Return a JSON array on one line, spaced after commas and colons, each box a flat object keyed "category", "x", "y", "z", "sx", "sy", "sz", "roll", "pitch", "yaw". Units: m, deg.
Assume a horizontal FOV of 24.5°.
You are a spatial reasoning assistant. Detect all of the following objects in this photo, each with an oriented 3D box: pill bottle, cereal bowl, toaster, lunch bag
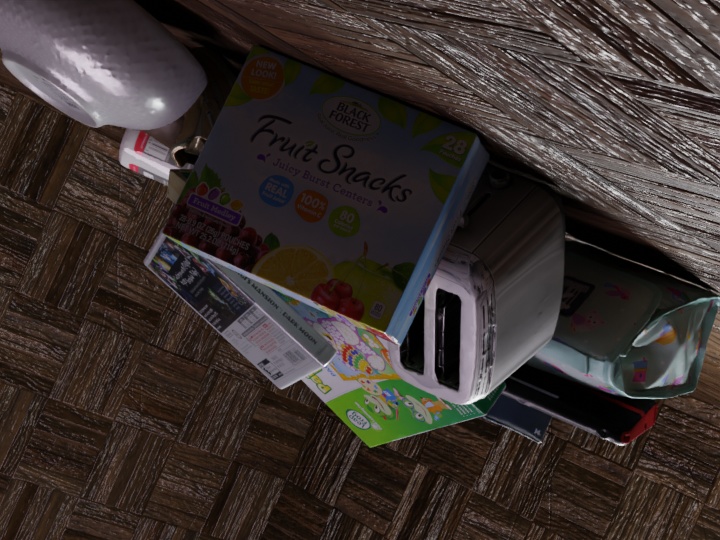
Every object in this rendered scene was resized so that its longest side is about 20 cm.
[{"category": "pill bottle", "x": -0.161, "y": -0.129, "z": 1.863, "sx": 0.200, "sy": 0.111, "sz": 0.111, "roll": 24, "pitch": 178, "yaw": 0}, {"category": "cereal bowl", "x": -0.226, "y": -0.175, "z": 1.330, "sx": 0.200, "sy": 0.083, "sz": 0.200, "roll": 32, "pitch": 170, "yaw": 7}, {"category": "toaster", "x": 0.092, "y": 0.019, "z": 1.366, "sx": 0.114, "sy": 0.200, "sz": 0.129, "roll": 24, "pitch": -137, "yaw": 29}, {"category": "lunch bag", "x": 0.213, "y": 0.048, "z": 1.535, "sx": 0.170, "sy": 0.122, "sz": 0.200, "roll": 23, "pitch": -163, "yaw": 34}]

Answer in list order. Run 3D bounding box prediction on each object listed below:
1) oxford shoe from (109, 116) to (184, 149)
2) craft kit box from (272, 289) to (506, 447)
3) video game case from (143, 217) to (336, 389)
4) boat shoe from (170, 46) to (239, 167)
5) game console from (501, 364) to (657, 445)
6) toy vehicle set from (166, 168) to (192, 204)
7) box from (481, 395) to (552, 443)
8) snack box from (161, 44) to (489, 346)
[{"category": "oxford shoe", "x": -0.212, "y": -0.151, "z": 1.515, "sx": 0.200, "sy": 0.084, "sz": 0.073, "roll": 36, "pitch": 139, "yaw": 9}, {"category": "craft kit box", "x": 0.003, "y": 0.068, "z": 1.516, "sx": 0.200, "sy": 0.049, "sz": 0.197, "roll": 46, "pitch": 150, "yaw": -13}, {"category": "video game case", "x": -0.113, "y": 0.030, "z": 1.486, "sx": 0.182, "sy": 0.023, "sz": 0.200, "roll": 43, "pitch": 164, "yaw": -3}, {"category": "boat shoe", "x": -0.124, "y": -0.111, "z": 1.388, "sx": 0.076, "sy": 0.072, "sz": 0.200, "roll": -14, "pitch": -127, "yaw": -23}, {"category": "game console", "x": 0.176, "y": 0.110, "z": 1.567, "sx": 0.200, "sy": 0.031, "sz": 0.177, "roll": 22, "pitch": -166, "yaw": 18}, {"category": "toy vehicle set", "x": -0.061, "y": -0.060, "z": 1.497, "sx": 0.200, "sy": 0.027, "sz": 0.124, "roll": -1, "pitch": -159, "yaw": -30}, {"category": "box", "x": 0.175, "y": 0.067, "z": 1.763, "sx": 0.079, "sy": 0.200, "sz": 0.141, "roll": 25, "pitch": 177, "yaw": -21}, {"category": "snack box", "x": -0.026, "y": -0.059, "z": 1.281, "sx": 0.200, "sy": 0.169, "sz": 0.068, "roll": 25, "pitch": 175, "yaw": 17}]
